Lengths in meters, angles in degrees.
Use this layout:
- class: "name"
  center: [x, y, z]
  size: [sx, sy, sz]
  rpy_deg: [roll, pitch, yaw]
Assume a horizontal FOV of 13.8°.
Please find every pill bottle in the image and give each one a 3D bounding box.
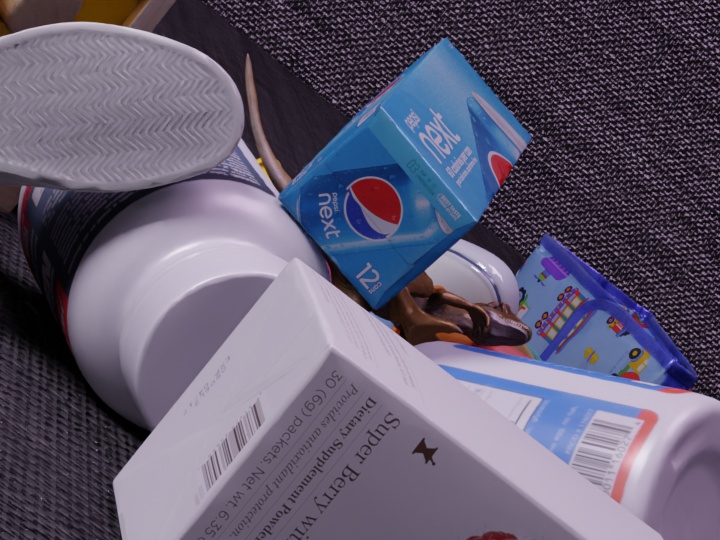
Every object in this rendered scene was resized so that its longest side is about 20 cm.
- class: "pill bottle"
  center: [-0.078, 0.005, 1.326]
  size: [0.119, 0.120, 0.200]
  rpy_deg: [36, 7, -26]
- class: "pill bottle"
  center: [0.061, 0.092, 1.316]
  size: [0.199, 0.113, 0.112]
  rpy_deg: [12, -11, 34]

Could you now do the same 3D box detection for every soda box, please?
- class: "soda box"
  center: [0.024, -0.048, 1.370]
  size: [0.068, 0.064, 0.200]
  rpy_deg: [49, 17, -3]

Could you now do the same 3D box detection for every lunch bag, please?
- class: "lunch bag"
  center: [0.120, 0.091, 1.717]
  size: [0.094, 0.151, 0.200]
  rpy_deg: [36, 7, -22]

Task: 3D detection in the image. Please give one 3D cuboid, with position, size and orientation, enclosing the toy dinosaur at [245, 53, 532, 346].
- class: "toy dinosaur"
  center: [0.000, 0.000, 1.423]
  size: [0.200, 0.060, 0.106]
  rpy_deg: [39, 22, -30]

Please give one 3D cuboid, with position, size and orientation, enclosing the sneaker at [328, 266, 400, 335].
- class: "sneaker"
  center: [-0.031, 0.047, 1.484]
  size: [0.200, 0.081, 0.088]
  rpy_deg: [41, -37, 11]

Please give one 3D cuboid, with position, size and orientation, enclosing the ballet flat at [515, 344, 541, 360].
- class: "ballet flat"
  center: [0.083, 0.115, 1.515]
  size: [0.063, 0.069, 0.201]
  rpy_deg: [-6, 51, -20]

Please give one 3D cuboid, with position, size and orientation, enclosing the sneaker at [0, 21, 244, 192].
- class: "sneaker"
  center: [-0.146, -0.068, 1.301]
  size: [0.199, 0.074, 0.116]
  rpy_deg: [-1, 1, 3]

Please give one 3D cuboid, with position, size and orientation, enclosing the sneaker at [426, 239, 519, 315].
- class: "sneaker"
  center: [-0.014, 0.017, 1.604]
  size: [0.199, 0.073, 0.071]
  rpy_deg: [3, 15, 26]

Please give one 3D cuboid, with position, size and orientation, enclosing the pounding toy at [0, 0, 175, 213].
- class: "pounding toy"
  center: [-0.184, -0.153, 1.450]
  size: [0.184, 0.200, 0.142]
  rpy_deg: [32, 10, -45]

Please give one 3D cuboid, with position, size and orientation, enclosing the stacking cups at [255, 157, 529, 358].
- class: "stacking cups"
  center: [0.015, 0.016, 1.530]
  size: [0.200, 0.061, 0.060]
  rpy_deg: [33, 4, 20]

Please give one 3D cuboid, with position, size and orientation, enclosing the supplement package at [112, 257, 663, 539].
- class: "supplement package"
  center: [0.021, 0.112, 1.144]
  size: [0.200, 0.121, 0.120]
  rpy_deg: [37, 7, -16]
